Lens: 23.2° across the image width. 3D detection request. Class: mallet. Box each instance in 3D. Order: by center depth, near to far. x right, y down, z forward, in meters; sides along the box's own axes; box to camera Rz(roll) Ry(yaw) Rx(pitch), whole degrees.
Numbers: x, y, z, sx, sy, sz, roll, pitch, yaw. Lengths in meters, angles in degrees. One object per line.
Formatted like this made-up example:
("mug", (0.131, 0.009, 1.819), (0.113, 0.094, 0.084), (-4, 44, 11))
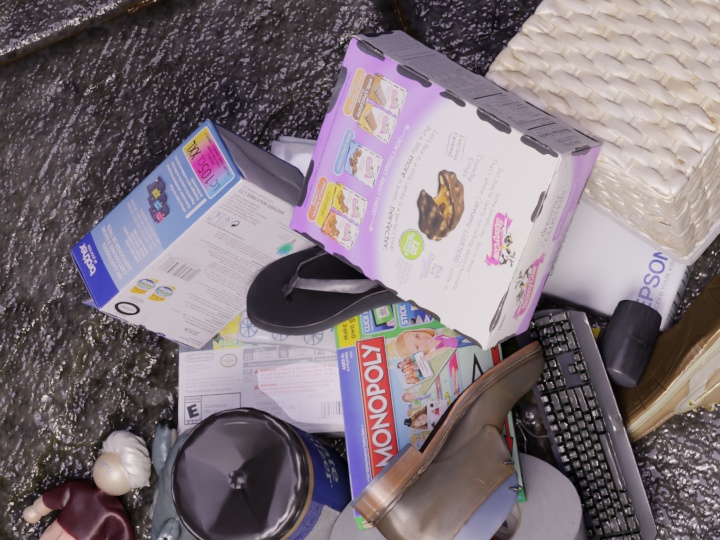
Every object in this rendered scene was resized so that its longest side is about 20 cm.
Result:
("mallet", (0.150, 0.056, 1.443), (0.199, 0.041, 0.066), (2, 66, 36))

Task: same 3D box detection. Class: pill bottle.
("pill bottle", (-0.067, 0.180, 1.414), (0.111, 0.200, 0.112), (-4, 75, 16))

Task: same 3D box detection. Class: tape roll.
("tape roll", (0.079, 0.223, 1.366), (0.199, 0.201, 0.066), (-4, 119, 16))

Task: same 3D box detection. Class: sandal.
("sandal", (0.000, -0.001, 1.430), (0.199, 0.043, 0.076), (-13, 53, 5))

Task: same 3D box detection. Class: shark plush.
("shark plush", (-0.166, 0.213, 1.484), (0.091, 0.083, 0.201), (29, 108, -1))

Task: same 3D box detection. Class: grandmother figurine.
("grandmother figurine", (-0.245, 0.231, 1.533), (0.121, 0.061, 0.201), (31, 89, 13))

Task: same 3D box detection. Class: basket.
("basket", (0.231, -0.150, 1.390), (0.200, 0.161, 0.199), (36, 86, 23))

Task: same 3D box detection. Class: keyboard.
("keyboard", (0.161, 0.132, 1.414), (0.127, 0.021, 0.201), (-18, 90, 47))

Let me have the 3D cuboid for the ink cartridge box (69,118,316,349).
("ink cartridge box", (-0.142, -0.016, 1.460), (0.200, 0.136, 0.076), (-42, 55, 15))

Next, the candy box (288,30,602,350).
("candy box", (0.062, -0.064, 1.344), (0.200, 0.071, 0.168), (33, 117, 25))

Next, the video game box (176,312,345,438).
("video game box", (-0.061, 0.056, 1.527), (0.199, 0.047, 0.183), (-5, 77, 15))

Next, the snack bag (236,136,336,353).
("snack bag", (0.003, -0.017, 1.493), (0.199, 0.021, 0.190), (7, 77, 17))

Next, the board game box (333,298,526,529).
("board game box", (0.052, 0.099, 1.402), (0.134, 0.029, 0.201), (-11, 59, 6))

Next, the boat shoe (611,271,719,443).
("boat shoe", (0.268, 0.079, 1.403), (0.200, 0.066, 0.074), (-46, 26, 22))

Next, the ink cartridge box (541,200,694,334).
("ink cartridge box", (0.197, -0.066, 1.483), (0.199, 0.043, 0.197), (18, 83, 19))

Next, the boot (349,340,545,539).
("boot", (0.092, 0.144, 1.323), (0.200, 0.075, 0.097), (-41, 83, -23))
